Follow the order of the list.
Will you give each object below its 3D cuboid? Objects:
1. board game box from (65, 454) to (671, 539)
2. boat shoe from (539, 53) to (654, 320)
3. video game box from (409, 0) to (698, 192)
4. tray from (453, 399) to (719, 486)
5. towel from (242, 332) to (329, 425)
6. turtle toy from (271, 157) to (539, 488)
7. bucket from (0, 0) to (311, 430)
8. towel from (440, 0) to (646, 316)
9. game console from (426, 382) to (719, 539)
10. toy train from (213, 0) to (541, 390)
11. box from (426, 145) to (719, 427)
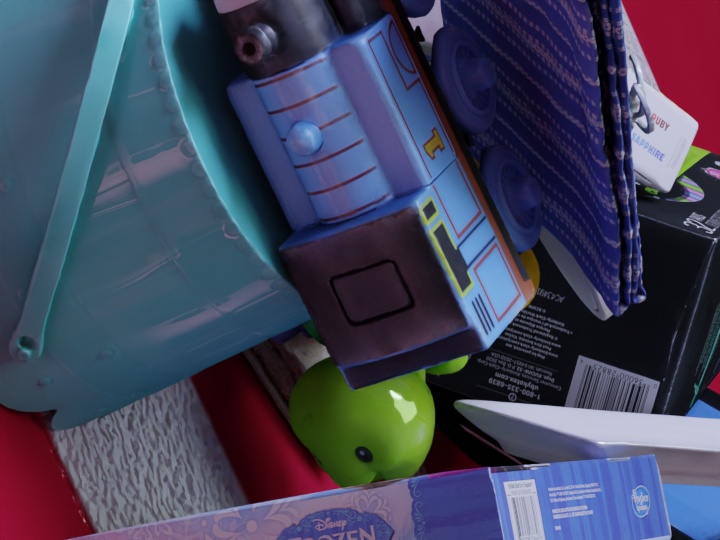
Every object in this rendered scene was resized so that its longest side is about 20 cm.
[{"bbox_3d":[0.003,0.113,1.202,0.200,0.199,0.043,6,73,-66],"label":"board game box"},{"bbox_3d":[0.090,-0.075,1.260,0.200,0.062,0.075,68,-15,-15],"label":"boat shoe"},{"bbox_3d":[0.041,-0.113,1.409,0.182,0.200,0.047,26,89,-53],"label":"video game box"},{"bbox_3d":[0.149,0.084,1.353,0.200,0.107,0.022,6,95,-37],"label":"tray"},{"bbox_3d":[-0.037,-0.019,1.422,0.200,0.034,0.133,57,35,-28],"label":"towel"},{"bbox_3d":[0.000,0.000,1.327,0.101,0.146,0.200,-13,91,-39],"label":"turtle toy"},{"bbox_3d":[-0.093,-0.048,1.207,0.207,0.135,0.207,49,30,-41],"label":"bucket"},{"bbox_3d":[0.064,-0.091,1.166,0.145,0.024,0.200,49,-22,43],"label":"towel"},{"bbox_3d":[0.135,0.078,1.525,0.200,0.116,0.176,30,-11,46],"label":"game console"},{"bbox_3d":[0.004,-0.056,1.153,0.200,0.087,0.114,65,29,-13],"label":"toy train"},{"bbox_3d":[0.122,-0.001,1.516,0.200,0.148,0.124,-35,142,-69],"label":"box"}]
